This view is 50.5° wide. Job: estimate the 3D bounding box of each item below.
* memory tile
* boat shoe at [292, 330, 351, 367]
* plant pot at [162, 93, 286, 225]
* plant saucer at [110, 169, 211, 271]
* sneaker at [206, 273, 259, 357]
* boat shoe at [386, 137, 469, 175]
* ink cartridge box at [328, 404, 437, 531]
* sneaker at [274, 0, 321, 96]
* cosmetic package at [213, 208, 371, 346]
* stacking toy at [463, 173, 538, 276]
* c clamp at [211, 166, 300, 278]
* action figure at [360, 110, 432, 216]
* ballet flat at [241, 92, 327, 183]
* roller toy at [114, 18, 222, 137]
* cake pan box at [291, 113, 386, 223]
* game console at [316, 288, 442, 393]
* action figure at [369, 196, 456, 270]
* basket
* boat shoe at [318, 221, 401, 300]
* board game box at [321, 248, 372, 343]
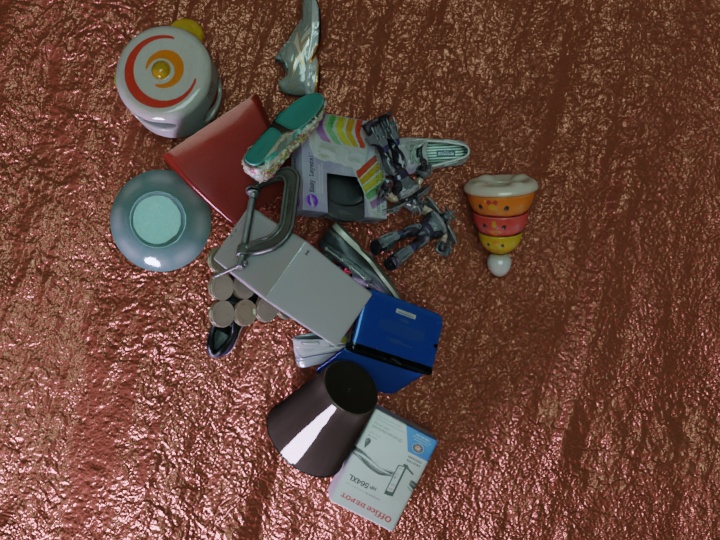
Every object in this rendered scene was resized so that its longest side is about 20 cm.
[{"bbox_3d":[-0.205,0.027,1.472,0.198,0.017,0.155,-5,92,-41],"label":"memory tile"},{"bbox_3d":[-0.038,0.136,1.506,0.198,0.074,0.068,-17,103,-3],"label":"boat shoe"},{"bbox_3d":[-0.236,-0.200,1.442,0.199,0.200,0.177,-33,104,-3],"label":"plant pot"},{"bbox_3d":[-0.395,-0.098,1.499,0.198,0.039,0.204,0,91,-4],"label":"plant saucer"},{"bbox_3d":[-0.245,0.076,1.487,0.075,0.088,0.202,18,89,-4],"label":"sneaker"},{"bbox_3d":[0.120,-0.234,1.511,0.197,0.067,0.075,-10,91,-2],"label":"boat shoe"},{"bbox_3d":[0.043,0.387,1.512,0.145,0.084,0.202,27,88,-4],"label":"ink cartridge box"},{"bbox_3d":[-0.123,-0.442,1.500,0.091,0.076,0.203,3,89,0],"label":"sneaker"},{"bbox_3d":[-0.122,0.011,1.371,0.199,0.199,0.124,39,83,-42],"label":"cosmetic package"},{"bbox_3d":[0.281,-0.085,1.518,0.144,0.146,0.203,-6,107,-4],"label":"stacking toy"},{"bbox_3d":[-0.177,-0.091,1.319,0.169,0.027,0.202,-12,55,34],"label":"c clamp"},{"bbox_3d":[0.068,-0.192,1.433,0.130,0.069,0.202,-33,102,-36],"label":"action figure"},{"bbox_3d":[-0.133,-0.232,1.347,0.075,0.064,0.200,35,71,26],"label":"ballet flat"},{"bbox_3d":[-0.357,-0.356,1.437,0.199,0.140,0.184,-29,83,-3],"label":"roller toy"},{"bbox_3d":[-0.040,-0.188,1.435,0.182,0.052,0.203,5,79,-28],"label":"cake pan box"},{"bbox_3d":[0.038,0.141,1.469,0.199,0.118,0.173,21,78,-33],"label":"game console"},{"bbox_3d":[0.118,-0.072,1.495,0.199,0.069,0.131,-32,78,-28],"label":"action figure"},{"bbox_3d":[-0.063,0.268,1.429,0.180,0.136,0.200,39,130,3],"label":"basket"},{"bbox_3d":[0.000,0.000,1.459,0.063,0.073,0.200,-41,97,6],"label":"boat shoe"},{"bbox_3d":[-0.029,0.040,1.491,0.156,0.039,0.202,-17,71,-10],"label":"board game box"}]
